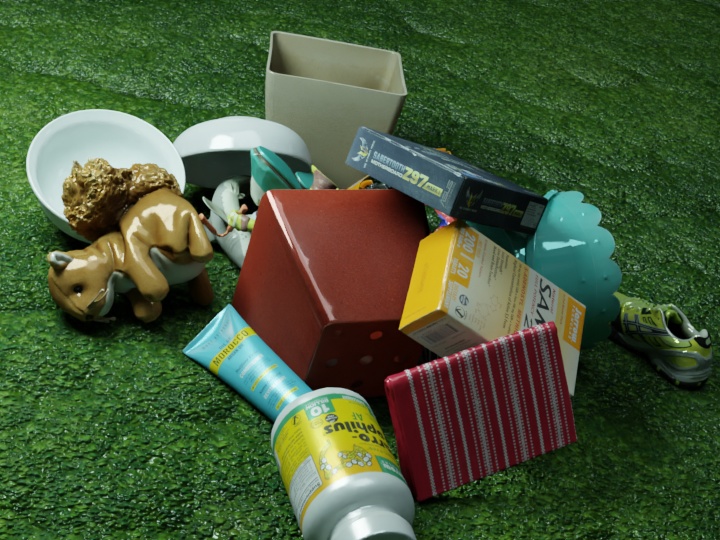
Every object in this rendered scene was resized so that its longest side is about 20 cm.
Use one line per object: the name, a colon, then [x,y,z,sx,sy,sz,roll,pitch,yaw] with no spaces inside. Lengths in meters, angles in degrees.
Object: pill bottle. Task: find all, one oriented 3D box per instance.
pill bottle: [-0.013,0.216,1.259,0.112,0.113,0.200,0,33,-20]

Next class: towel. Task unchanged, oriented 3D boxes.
towel: [0.127,0.148,1.357,0.199,0.145,0.022,-18,18,-15]

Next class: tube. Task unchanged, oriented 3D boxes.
tube: [-0.115,0.116,1.446,0.077,0.050,0.200,-42,53,-15]

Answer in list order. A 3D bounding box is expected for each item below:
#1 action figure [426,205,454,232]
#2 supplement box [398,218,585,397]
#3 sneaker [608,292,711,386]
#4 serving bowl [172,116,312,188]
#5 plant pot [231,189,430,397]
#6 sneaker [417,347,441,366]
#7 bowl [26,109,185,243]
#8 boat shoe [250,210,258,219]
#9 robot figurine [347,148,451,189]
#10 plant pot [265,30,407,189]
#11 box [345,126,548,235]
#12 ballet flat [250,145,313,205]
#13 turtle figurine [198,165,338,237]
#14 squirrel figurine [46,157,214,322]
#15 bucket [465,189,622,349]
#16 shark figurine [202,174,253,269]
action figure: [0.087,-0.061,1.720,0.099,0.065,0.200,35,8,-6]
supplement box: [0.149,0.052,1.420,0.200,0.073,0.127,32,52,-24]
sneaker: [0.382,0.068,1.681,0.075,0.077,0.200,-18,41,-38]
serving bowl: [-0.166,-0.167,1.764,0.199,0.066,0.200,-2,-11,0]
plant pot: [-0.019,0.039,1.487,0.199,0.200,0.177,-1,46,-22]
sneaker: [0.104,0.079,1.527,0.070,0.109,0.200,0,34,-18]
bowl: [-0.332,-0.103,1.663,0.200,0.091,0.202,10,52,-13]
boat shoe: [-0.050,-0.058,1.695,0.199,0.068,0.072,14,30,-28]
robot figurine: [0.049,-0.112,1.751,0.144,0.200,0.059,-9,76,-42]
plant pot: [-0.050,-0.225,1.901,0.198,0.178,0.200,9,27,-6]
box: [0.101,-0.101,1.472,0.157,0.051,0.200,29,11,34]
ballet flat: [-0.103,-0.105,1.695,0.067,0.070,0.200,55,14,23]
turtle figurine: [-0.088,-0.046,1.555,0.200,0.161,0.064,42,0,-34]
squirrel figurine: [-0.288,-0.032,1.526,0.186,0.142,0.201,-20,76,-15]
bucket: [0.217,0.008,1.607,0.134,0.208,0.207,-9,36,-22]
shark figurine: [-0.181,-0.073,1.717,0.128,0.089,0.215,37,29,-28]
